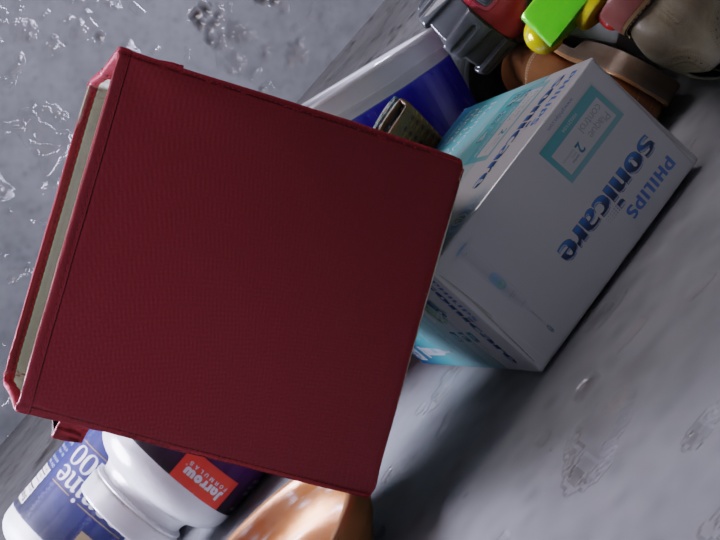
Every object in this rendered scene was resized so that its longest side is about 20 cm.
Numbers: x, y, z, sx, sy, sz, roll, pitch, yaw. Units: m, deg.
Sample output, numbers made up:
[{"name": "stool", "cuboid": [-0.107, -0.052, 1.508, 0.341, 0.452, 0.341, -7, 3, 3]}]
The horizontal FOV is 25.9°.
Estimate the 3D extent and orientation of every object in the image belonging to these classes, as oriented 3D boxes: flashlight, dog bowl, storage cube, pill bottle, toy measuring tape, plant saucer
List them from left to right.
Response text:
[{"name": "pill bottle", "cuboid": [-0.206, 0.190, 1.218, 0.200, 0.111, 0.111, -50, 11, -6]}, {"name": "pill bottle", "cuboid": [-0.104, 0.102, 1.111, 0.200, 0.112, 0.112, -50, 10, -2]}, {"name": "storage cube", "cuboid": [-0.074, 0.004, 0.813, 0.171, 0.179, 0.201, -177, 102, -75]}, {"name": "plant saucer", "cuboid": [-0.058, 0.188, 0.825, 0.200, 0.037, 0.200, -46, 12, 12]}, {"name": "dog bowl", "cuboid": [-0.014, -0.087, 1.108, 0.199, 0.079, 0.200, -31, 7, 4]}, {"name": "flashlight", "cuboid": [0.121, -0.216, 0.974, 0.200, 0.068, 0.068, -48, 38, 18]}, {"name": "toy measuring tape", "cuboid": [0.159, -0.202, 0.899, 0.200, 0.073, 0.074, -52, 7, 36]}]

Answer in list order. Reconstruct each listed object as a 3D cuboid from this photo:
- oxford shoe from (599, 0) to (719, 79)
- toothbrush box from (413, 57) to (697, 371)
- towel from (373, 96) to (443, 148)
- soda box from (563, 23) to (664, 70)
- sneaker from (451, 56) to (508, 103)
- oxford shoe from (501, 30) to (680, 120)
[{"name": "oxford shoe", "cuboid": [0.192, -0.136, 0.882, 0.071, 0.075, 0.200, -48, -11, 25]}, {"name": "toothbrush box", "cuboid": [0.079, -0.025, 0.890, 0.147, 0.085, 0.200, -52, 12, -11]}, {"name": "towel", "cuboid": [0.000, 0.000, 1.004, 0.201, 0.022, 0.147, -58, -32, -2]}, {"name": "soda box", "cuboid": [0.185, -0.236, 1.004, 0.068, 0.063, 0.201, 20, 93, 42]}, {"name": "sneaker", "cuboid": [0.099, -0.194, 1.144, 0.070, 0.201, 0.082, -8, 17, -11]}, {"name": "oxford shoe", "cuboid": [0.128, -0.108, 0.998, 0.072, 0.071, 0.200, -63, 17, 4]}]
